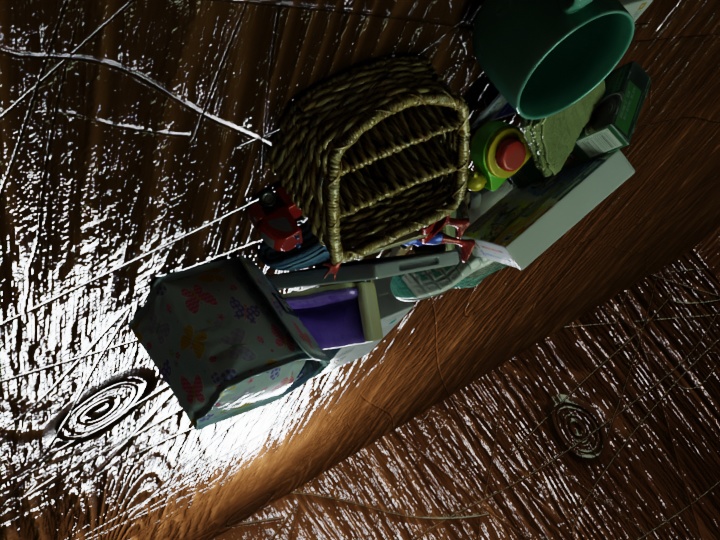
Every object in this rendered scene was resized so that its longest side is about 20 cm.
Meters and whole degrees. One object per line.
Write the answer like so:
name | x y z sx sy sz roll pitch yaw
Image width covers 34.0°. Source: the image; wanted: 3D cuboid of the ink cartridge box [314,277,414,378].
ink cartridge box | -0.021 0.100 1.968 0.136 0.076 0.200 -20 158 -42

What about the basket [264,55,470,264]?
basket | 0.028 -0.125 1.240 0.200 0.149 0.143 -23 161 -35

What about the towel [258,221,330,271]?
towel | -0.037 -0.034 1.533 0.112 0.049 0.200 -23 174 31

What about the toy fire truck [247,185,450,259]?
toy fire truck | -0.012 -0.064 1.350 0.200 0.141 0.049 -32 164 -10

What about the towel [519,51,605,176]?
towel | 0.242 -0.201 1.410 0.148 0.036 0.200 -59 159 -3

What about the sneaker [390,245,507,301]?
sneaker | 0.139 0.002 1.701 0.200 0.078 0.091 -24 148 -6

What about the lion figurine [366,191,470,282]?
lion figurine | 0.070 -0.058 1.723 0.122 0.073 0.200 -35 -178 -39

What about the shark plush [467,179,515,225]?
shark plush | 0.181 -0.115 1.789 0.083 0.091 0.200 10 -129 46

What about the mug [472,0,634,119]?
mug | 0.202 -0.264 1.238 0.152 0.114 0.185 -11 147 -44

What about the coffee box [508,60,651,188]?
coffee box | 0.284 -0.191 1.566 0.200 0.044 0.123 -20 -143 51

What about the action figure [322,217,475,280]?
action figure | 0.027 -0.034 1.435 0.200 0.065 0.099 12 131 -20

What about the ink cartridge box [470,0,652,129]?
ink cartridge box | 0.239 -0.268 1.458 0.200 0.047 0.198 -20 161 -37

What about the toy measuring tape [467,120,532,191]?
toy measuring tape | 0.198 -0.180 1.482 0.200 0.074 0.074 -47 167 -9

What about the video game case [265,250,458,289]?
video game case | 0.000 0.000 1.576 0.200 0.024 0.182 -6 -177 40

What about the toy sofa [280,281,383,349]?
toy sofa | -0.077 0.070 1.587 0.200 0.083 0.098 -10 177 17

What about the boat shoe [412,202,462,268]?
boat shoe | 0.102 -0.095 1.587 0.066 0.072 0.201 -55 150 -41

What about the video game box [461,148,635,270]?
video game box | 0.244 -0.088 1.574 0.200 0.047 0.182 -40 -168 -7

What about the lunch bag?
lunch bag | -0.149 0.075 1.439 0.200 0.170 0.127 -14 151 -47
